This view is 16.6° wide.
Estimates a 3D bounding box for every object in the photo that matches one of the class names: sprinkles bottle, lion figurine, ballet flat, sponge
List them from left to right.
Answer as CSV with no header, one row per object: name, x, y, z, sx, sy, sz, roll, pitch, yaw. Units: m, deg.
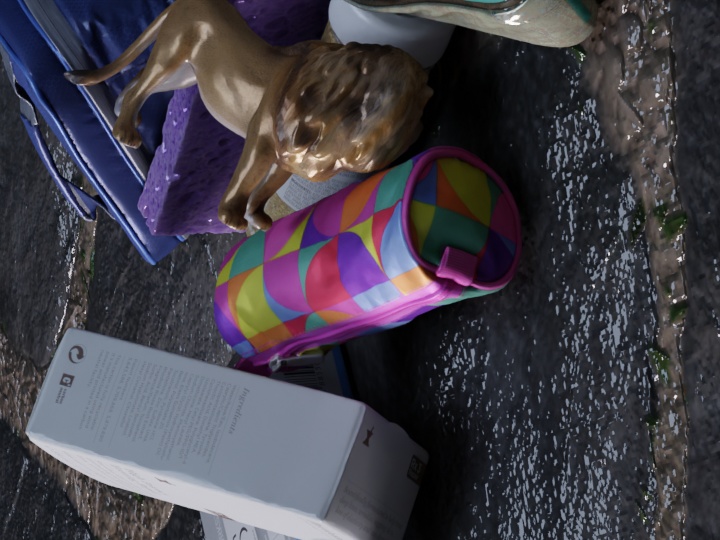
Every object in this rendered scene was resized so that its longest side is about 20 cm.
lion figurine,-0.062,-0.100,1.313,0.200,0.072,0.123,35,102,22
sponge,-0.053,-0.103,1.427,0.030,0.111,0.201,62,144,38
sprinkles bottle,-0.007,-0.084,1.385,0.201,0.068,0.069,115,143,-43
ballet flat,0.044,-0.147,1.257,0.200,0.062,0.068,28,86,51

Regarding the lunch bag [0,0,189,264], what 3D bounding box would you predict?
lunch bag,-0.141,-0.104,1.514,0.200,0.132,0.136,60,177,-41

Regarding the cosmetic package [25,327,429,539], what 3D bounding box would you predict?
cosmetic package,-0.074,0.098,1.379,0.199,0.102,0.074,14,77,29

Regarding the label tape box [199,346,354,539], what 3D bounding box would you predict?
label tape box,-0.059,0.147,1.515,0.200,0.066,0.144,-52,46,51

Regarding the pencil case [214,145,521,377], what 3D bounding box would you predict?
pencil case,0.000,0.000,1.327,0.200,0.088,0.089,-28,67,51
